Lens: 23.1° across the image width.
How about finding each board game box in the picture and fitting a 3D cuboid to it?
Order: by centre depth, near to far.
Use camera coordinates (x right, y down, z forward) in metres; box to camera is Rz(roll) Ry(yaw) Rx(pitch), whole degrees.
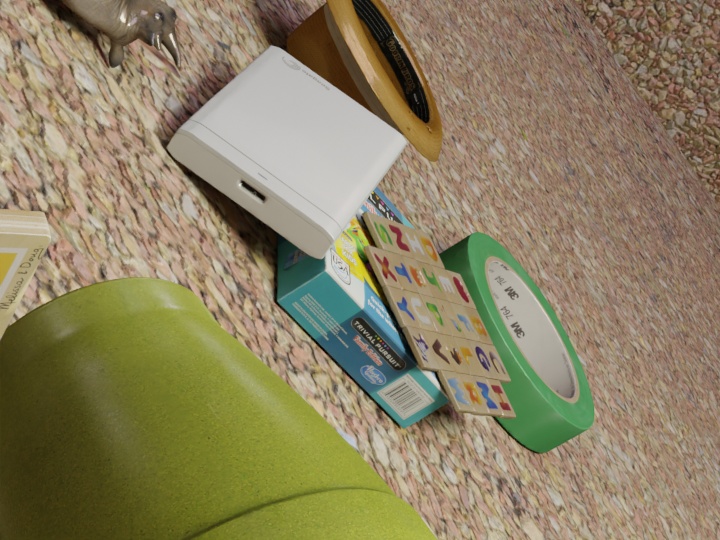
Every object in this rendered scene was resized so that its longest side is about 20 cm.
[{"bbox_3d":[0.000,0.000,1.330,0.151,0.047,0.200,47,22,-29],"label":"board game box"}]

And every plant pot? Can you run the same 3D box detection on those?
[{"bbox_3d":[-0.082,0.113,0.761,0.200,0.200,0.193,29,21,-55],"label":"plant pot"}]

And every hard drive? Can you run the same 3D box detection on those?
[{"bbox_3d":[-0.048,-0.091,1.287,0.132,0.027,0.200,35,28,-1],"label":"hard drive"}]

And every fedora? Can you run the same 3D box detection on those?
[{"bbox_3d":[-0.004,-0.171,1.541,0.201,0.082,0.201,54,18,-27],"label":"fedora"}]

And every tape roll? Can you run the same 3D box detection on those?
[{"bbox_3d":[0.134,0.063,1.564,0.200,0.048,0.201,48,21,-25],"label":"tape roll"}]

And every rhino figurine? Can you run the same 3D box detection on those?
[{"bbox_3d":[-0.185,-0.210,1.178,0.200,0.060,0.088,51,34,-24],"label":"rhino figurine"}]

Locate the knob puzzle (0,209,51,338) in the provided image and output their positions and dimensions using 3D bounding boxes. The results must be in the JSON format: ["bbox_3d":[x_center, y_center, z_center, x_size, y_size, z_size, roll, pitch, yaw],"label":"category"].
[{"bbox_3d":[-0.210,0.045,0.530,0.220,0.219,0.031,29,34,-55],"label":"knob puzzle"}]

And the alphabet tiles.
[{"bbox_3d":[0.062,0.036,1.347,0.167,0.006,0.200,65,17,16],"label":"alphabet tiles"}]
